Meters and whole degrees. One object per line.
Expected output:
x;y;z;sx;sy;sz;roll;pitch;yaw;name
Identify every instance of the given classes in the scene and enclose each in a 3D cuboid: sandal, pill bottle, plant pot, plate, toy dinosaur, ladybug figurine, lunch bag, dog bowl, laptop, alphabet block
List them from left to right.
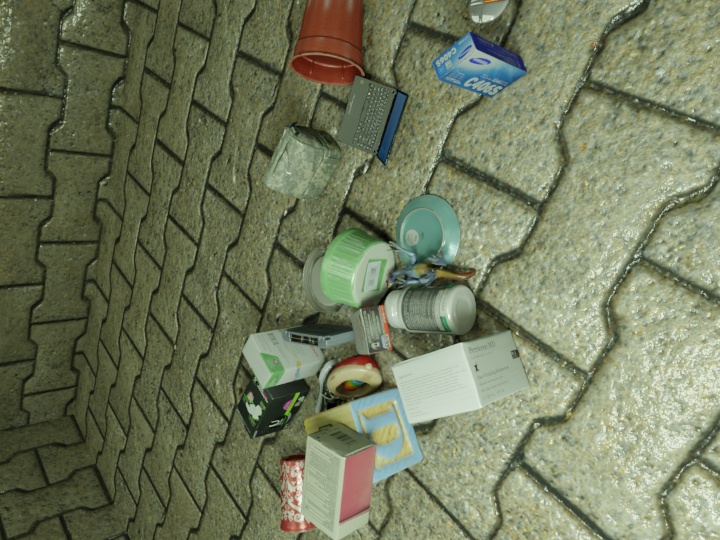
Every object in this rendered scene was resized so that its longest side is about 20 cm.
-0.175;-0.312;1.488;0.140;0.167;0.200;55;126;27;lunch bag
-0.075;-0.620;1.367;0.200;0.200;0.196;7;90;44;plant pot
-0.081;0.028;1.492;0.200;0.059;0.201;4;96;45;dog bowl
-0.015;0.283;1.402;0.200;0.135;0.072;-46;31;48;ladybug figurine
0.005;0.434;1.340;0.200;0.195;0.197;-32;69;42;alphabet block
0.025;-0.385;1.325;0.199;0.103;0.178;27;111;19;laptop
0.139;0.016;1.241;0.105;0.199;0.181;-67;9;-14;toy dinosaur
0.155;-0.085;1.275;0.200;0.026;0.201;5;97;44;plate
0.159;0.091;1.220;0.199;0.113;0.114;-3;90;44;pill bottle
0.292;-0.600;1.091;0.079;0.059;0.208;15;83;27;sandal

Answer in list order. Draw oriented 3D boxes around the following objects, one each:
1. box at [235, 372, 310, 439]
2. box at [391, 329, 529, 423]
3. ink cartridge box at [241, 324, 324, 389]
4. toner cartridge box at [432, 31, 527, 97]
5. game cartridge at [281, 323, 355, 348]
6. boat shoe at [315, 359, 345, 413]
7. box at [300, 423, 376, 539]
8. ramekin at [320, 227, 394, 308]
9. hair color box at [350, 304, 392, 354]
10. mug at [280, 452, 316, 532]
-0.280;0.409;1.650;0.124;0.148;0.200;51;125;32;box
0.213;0.226;1.113;0.200;0.198;0.131;-29;73;42;box
-0.228;0.254;1.554;0.145;0.199;0.088;53;129;28;ink cartridge box
0.243;-0.407;1.045;0.095;0.199;0.043;-29;74;42;toner cartridge box
-0.112;0.183;1.480;0.199;0.133;0.041;1;101;45;game cartridge
-0.083;0.355;1.502;0.068;0.073;0.200;33;115;43;boat shoe
-0.051;0.477;1.190;0.128;0.109;0.201;15;103;43;box
0.000;0.000;1.320;0.097;0.200;0.201;20;107;35;ramekin
0.024;0.154;1.323;0.200;0.064;0.111;129;131;-79;hair color box
-0.201;0.677;1.606;0.177;0.133;0.201;-11;81;43;mug
